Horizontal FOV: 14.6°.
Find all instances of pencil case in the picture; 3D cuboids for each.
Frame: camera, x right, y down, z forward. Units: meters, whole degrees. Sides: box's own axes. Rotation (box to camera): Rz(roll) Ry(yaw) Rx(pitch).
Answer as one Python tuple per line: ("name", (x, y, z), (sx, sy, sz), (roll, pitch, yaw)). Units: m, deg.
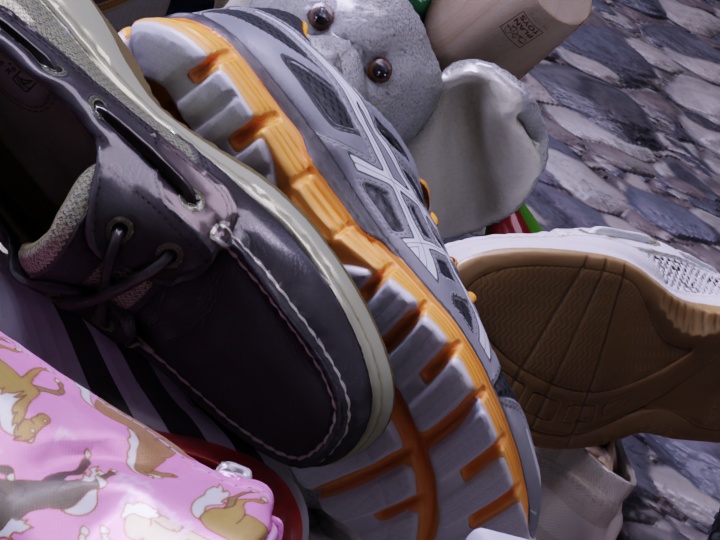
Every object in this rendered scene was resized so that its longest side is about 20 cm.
("pencil case", (-0.118, 0.049, 0.763), (0.200, 0.083, 0.087), (33, 24, 8))

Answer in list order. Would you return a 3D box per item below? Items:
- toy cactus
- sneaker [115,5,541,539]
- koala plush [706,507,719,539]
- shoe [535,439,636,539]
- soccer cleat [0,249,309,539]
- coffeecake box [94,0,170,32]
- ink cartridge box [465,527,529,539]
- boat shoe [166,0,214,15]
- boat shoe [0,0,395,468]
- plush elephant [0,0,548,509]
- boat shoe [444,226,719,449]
("toy cactus", (0.018, -0.077, 1.085), (0.200, 0.165, 0.102), (54, 48, -8))
("sneaker", (0.000, 0.000, 0.868), (0.201, 0.078, 0.077), (59, 35, -3))
("koala plush", (0.266, 0.075, 1.054), (0.177, 0.201, 0.184), (39, 22, 24))
("shoe", (0.073, 0.053, 1.050), (0.070, 0.054, 0.200), (26, 21, -12))
("soccer cleat", (-0.102, 0.033, 0.854), (0.200, 0.069, 0.085), (33, 12, -3))
("coffeecake box", (-0.135, -0.172, 1.063), (0.153, 0.201, 0.073), (17, 4, -31))
("ink cartridge box", (0.134, 0.156, 0.718), (0.199, 0.047, 0.198), (18, 23, -31))
("boat shoe", (-0.153, -0.135, 1.151), (0.199, 0.069, 0.084), (16, 24, -31))
("boat shoe", (-0.075, -0.015, 0.817), (0.201, 0.072, 0.066), (49, 37, 6))
("plush elephant", (-0.028, -0.040, 0.979), (0.164, 0.155, 0.200), (31, 21, 2))
("boat shoe", (0.078, 0.018, 0.979), (0.199, 0.071, 0.069), (13, 20, -45))
